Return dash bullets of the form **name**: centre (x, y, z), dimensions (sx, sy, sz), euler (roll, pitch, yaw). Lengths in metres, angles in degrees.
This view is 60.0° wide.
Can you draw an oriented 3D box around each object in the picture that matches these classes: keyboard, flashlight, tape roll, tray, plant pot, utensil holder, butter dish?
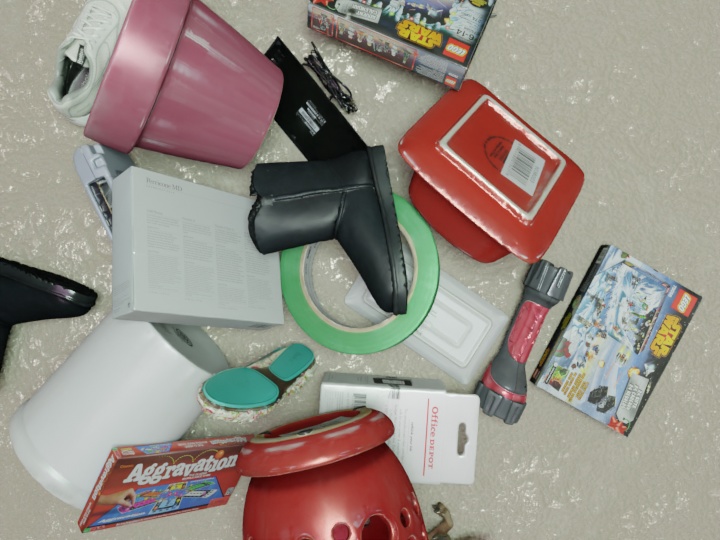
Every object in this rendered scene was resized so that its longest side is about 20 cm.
- **keyboard**: centre (-0.051, -0.203, 0.797), dimensions (0.104, 0.040, 0.201), euler (-38, 93, 25)
- **flashlight**: centre (0.206, 0.087, 0.780), dimensions (0.067, 0.067, 0.204), euler (27, 98, 33)
- **tape roll**: centre (0.000, 0.000, 0.772), dimensions (0.195, 0.048, 0.206), euler (-1, 86, 10)
- **tray**: centre (0.086, 0.051, 0.806), dimensions (0.198, 0.022, 0.109), euler (34, 93, -1)
- **plant pot**: centre (-0.034, 0.254, 0.666), dimensions (0.196, 0.200, 0.187), euler (-13, 84, 1)
- **utensil holder**: centre (-0.275, 0.148, 0.740), dimensions (0.170, 0.170, 0.200), euler (43, 89, -2)
- **plant pot**: centre (-0.193, -0.212, 0.711), dimensions (0.176, 0.199, 0.204), euler (21, 93, -27)
- **butter dish**: centre (0.137, -0.093, 0.746), dimensions (0.198, 0.148, 0.200), euler (39, 51, 3)

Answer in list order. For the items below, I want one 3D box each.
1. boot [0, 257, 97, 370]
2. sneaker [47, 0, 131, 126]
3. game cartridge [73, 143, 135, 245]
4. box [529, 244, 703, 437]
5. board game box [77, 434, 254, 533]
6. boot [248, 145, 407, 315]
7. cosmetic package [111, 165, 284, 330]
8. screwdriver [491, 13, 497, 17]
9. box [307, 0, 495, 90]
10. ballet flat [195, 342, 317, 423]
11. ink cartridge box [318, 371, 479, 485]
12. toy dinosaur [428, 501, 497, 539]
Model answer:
- **boot**: centre (-0.439, 0.078, 0.778), dimensions (0.196, 0.076, 0.172), euler (16, 89, 6)
- **sneaker**: centre (-0.323, -0.279, 0.765), dimensions (0.074, 0.081, 0.204), euler (20, 91, 1)
- **game cartridge**: centre (-0.263, -0.048, 0.745), dimensions (0.040, 0.133, 0.203), euler (-25, 95, 4)
- **box**: centre (0.324, 0.089, 0.797), dimensions (0.135, 0.040, 0.203), euler (29, 92, 0)
- **board game box**: centre (-0.217, 0.245, 0.732), dimensions (0.019, 0.198, 0.104), euler (37, 106, 36)
- **boot**: centre (-0.038, -0.037, 0.707), dimensions (0.164, 0.077, 0.205), euler (-11, 77, 2)
- **cosmetic package**: centre (-0.179, -0.017, 0.706), dimensions (0.051, 0.198, 0.155), euler (-16, 71, 39)
- **screwdriver**: centre (0.077, -0.324, 0.790), dimensions (0.195, 0.028, 0.030), euler (-8, 121, -1)
- **box**: centre (0.052, -0.312, 0.742), dimensions (0.196, 0.040, 0.139), euler (23, 65, 3)
- **ballet flat**: centre (-0.118, 0.143, 0.732), dimensions (0.075, 0.199, 0.065), euler (37, 115, 21)
- **ink cartridge box**: centre (0.045, 0.199, 0.788), dimensions (0.195, 0.067, 0.119), euler (4, 92, 0)
- **toy dinosaur**: centre (0.078, 0.389, 0.793), dimensions (0.196, 0.086, 0.139), euler (-13, 103, -16)
